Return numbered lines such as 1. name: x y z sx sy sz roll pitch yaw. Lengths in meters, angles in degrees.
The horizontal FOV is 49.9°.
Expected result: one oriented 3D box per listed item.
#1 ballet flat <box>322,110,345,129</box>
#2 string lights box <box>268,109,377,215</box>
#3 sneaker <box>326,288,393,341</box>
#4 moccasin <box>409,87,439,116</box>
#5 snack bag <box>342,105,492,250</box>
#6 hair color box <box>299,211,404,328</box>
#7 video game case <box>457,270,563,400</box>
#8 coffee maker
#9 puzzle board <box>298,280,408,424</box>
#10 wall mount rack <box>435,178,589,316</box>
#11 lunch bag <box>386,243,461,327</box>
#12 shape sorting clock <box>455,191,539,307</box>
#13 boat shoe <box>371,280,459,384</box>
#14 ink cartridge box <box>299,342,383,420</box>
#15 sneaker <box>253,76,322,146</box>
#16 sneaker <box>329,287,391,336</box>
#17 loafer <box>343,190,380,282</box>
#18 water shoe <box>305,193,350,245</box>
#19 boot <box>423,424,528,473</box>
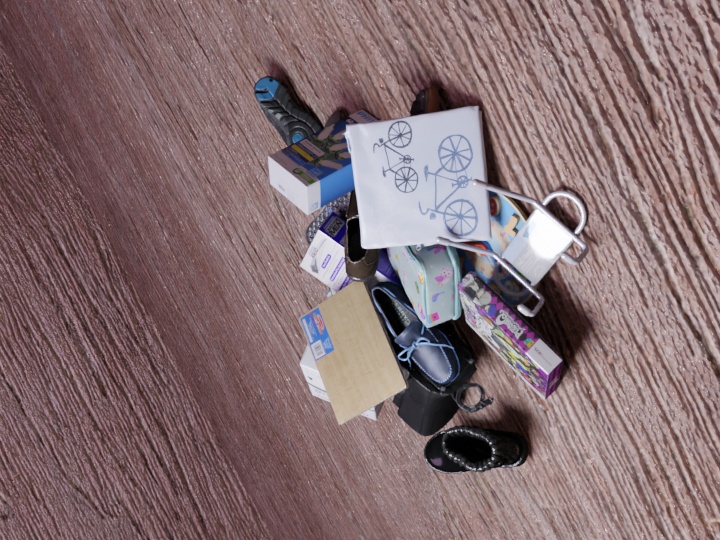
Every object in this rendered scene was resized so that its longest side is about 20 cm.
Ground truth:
1. ballet flat: -0.059 -0.190 1.388 0.068 0.046 0.202 -109 35 -55
2. string lights box: -0.039 -0.177 1.242 0.102 0.199 0.060 39 146 31
3. sneaker: 0.001 0.109 1.576 0.201 0.072 0.072 56 150 4
4. moccasin: 0.116 -0.165 1.138 0.074 0.076 0.205 -173 73 -74
5. snack bag: 0.083 -0.125 1.103 0.021 0.196 0.192 -59 -38 -74
6. hair color box: 0.000 0.000 1.374 0.199 0.065 0.110 34 137 0
7. video game case: 0.223 0.102 1.158 0.181 0.036 0.200 46 175 21
8. coffee maker: 0.129 0.210 1.371 0.201 0.133 0.194 90 159 -57
9. puzzle board: -0.014 0.135 1.307 0.150 0.017 0.202 -33 69 27
10. wall mount rack: 0.207 -0.039 1.056 0.173 0.074 0.201 42 135 12
11. lunch bag: 0.099 -0.019 1.239 0.201 0.076 0.162 -113 9 -45
12. shape sorting clock: 0.191 -0.036 1.168 0.199 0.039 0.202 39 145 34
13. boat shoe: 0.078 0.106 1.262 0.200 0.068 0.085 47 110 23
14. ink cartridge box: -0.023 0.194 1.439 0.143 0.085 0.201 20 159 12
15. sneaker: -0.122 -0.272 1.450 0.201 0.073 0.082 56 179 1
16. sneaker: 0.004 0.062 1.488 0.202 0.088 0.079 64 -171 27
17. loafer: 0.011 -0.085 1.291 0.071 0.072 0.204 68 -156 -72
18. water shoe: -0.026 -0.114 1.420 0.199 0.079 0.072 -38 87 36
19. boot: 0.172 0.310 1.338 0.209 0.157 0.081 -16 73 33
